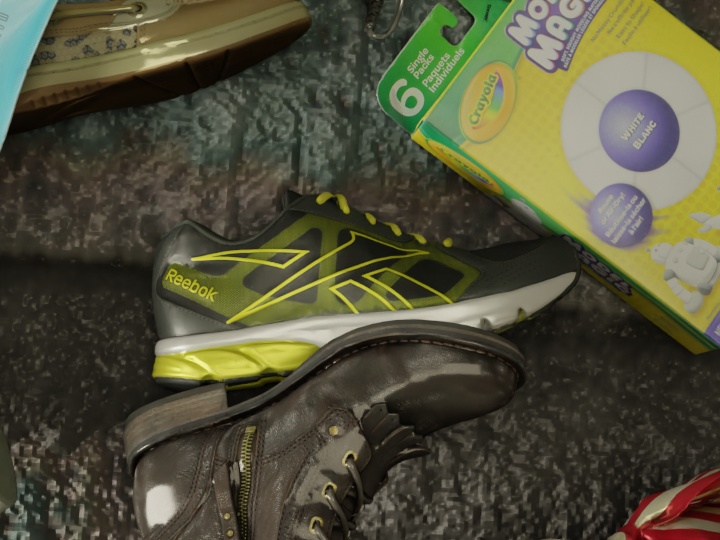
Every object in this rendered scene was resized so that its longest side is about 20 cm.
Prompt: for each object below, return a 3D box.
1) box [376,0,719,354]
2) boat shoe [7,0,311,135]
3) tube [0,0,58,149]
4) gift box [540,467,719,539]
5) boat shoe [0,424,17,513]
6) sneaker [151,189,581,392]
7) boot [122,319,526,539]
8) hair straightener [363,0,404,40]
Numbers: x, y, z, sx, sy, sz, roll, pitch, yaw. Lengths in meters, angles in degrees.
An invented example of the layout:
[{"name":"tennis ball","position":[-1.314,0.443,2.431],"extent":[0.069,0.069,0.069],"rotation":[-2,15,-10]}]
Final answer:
[{"name":"box","position":[0.116,-0.067,0.812],"extent":[0.200,0.048,0.117],"rotation":[36,81,0]},{"name":"boat shoe","position":[-0.122,-0.105,0.776],"extent":[0.199,0.073,0.063],"rotation":[-14,85,-6]},{"name":"tube","position":[-0.228,-0.116,0.751],"extent":[0.200,0.050,0.078],"rotation":[22,94,13]},{"name":"gift box","position":[0.143,0.184,0.705],"extent":[0.184,0.200,0.187],"rotation":[-17,86,-22]},{"name":"boat shoe","position":[-0.224,0.031,0.759],"extent":[0.071,0.070,0.201],"rotation":[-33,85,3]},{"name":"sneaker","position":[0.000,0.000,0.777],"extent":[0.199,0.074,0.085],"rotation":[-11,84,-7]},{"name":"boot","position":[-0.015,0.122,0.705],"extent":[0.199,0.069,0.175],"rotation":[-19,53,14]},{"name":"hair straightener","position":[-0.049,-0.187,0.791],"extent":[0.041,0.077,0.200],"rotation":[-39,89,-10]}]
